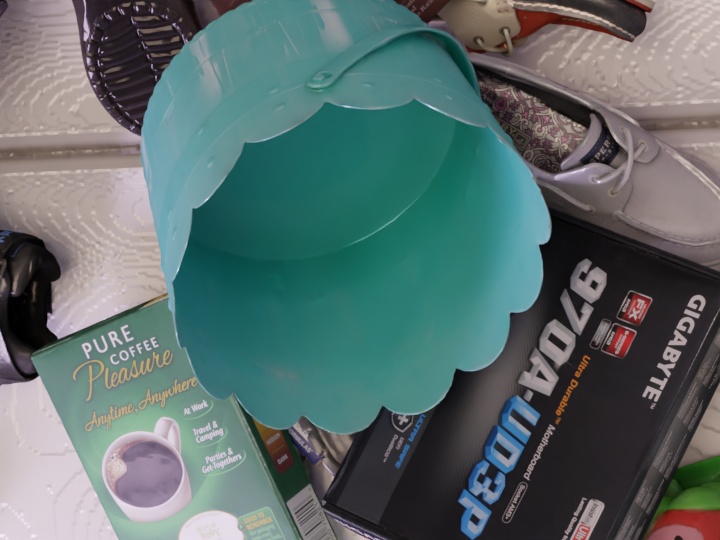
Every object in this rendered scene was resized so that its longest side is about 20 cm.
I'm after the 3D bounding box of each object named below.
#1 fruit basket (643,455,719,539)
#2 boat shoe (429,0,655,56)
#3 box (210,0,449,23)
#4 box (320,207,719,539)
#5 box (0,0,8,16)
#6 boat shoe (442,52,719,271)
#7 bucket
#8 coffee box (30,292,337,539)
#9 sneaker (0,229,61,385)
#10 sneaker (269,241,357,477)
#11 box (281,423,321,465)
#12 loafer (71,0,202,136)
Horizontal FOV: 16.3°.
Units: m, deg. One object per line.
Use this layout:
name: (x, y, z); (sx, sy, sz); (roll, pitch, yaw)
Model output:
fruit basket: (0.127, 0.138, 1.371); (0.215, 0.156, 0.216); (5, 114, 10)
boat shoe: (0.064, -0.149, 1.386); (0.199, 0.071, 0.063); (16, 86, 23)
box: (-0.042, -0.190, 1.377); (0.100, 0.075, 0.200); (-44, 51, 18)
box: (0.093, 0.073, 1.328); (0.159, 0.046, 0.200); (22, 78, 30)
box: (-0.305, -0.124, 1.466); (0.200, 0.038, 0.137); (-50, 58, 17)
boat shoe: (0.123, -0.063, 1.367); (0.200, 0.069, 0.072); (33, 81, 8)
bucket: (-0.013, -0.036, 1.280); (0.207, 0.207, 0.135); (-44, 38, 18)
coffee box: (-0.097, 0.113, 1.468); (0.123, 0.044, 0.201); (-24, 95, 31)
sneaker: (-0.235, -0.026, 1.501); (0.111, 0.077, 0.201); (-7, 95, 22)
sneaker: (-0.001, 0.049, 1.403); (0.091, 0.076, 0.200); (-32, 89, 11)
box: (0.000, 0.000, 1.448); (0.121, 0.032, 0.200); (45, 109, 9)
loafer: (-0.128, -0.165, 1.432); (0.073, 0.071, 0.200); (-9, 127, 13)
